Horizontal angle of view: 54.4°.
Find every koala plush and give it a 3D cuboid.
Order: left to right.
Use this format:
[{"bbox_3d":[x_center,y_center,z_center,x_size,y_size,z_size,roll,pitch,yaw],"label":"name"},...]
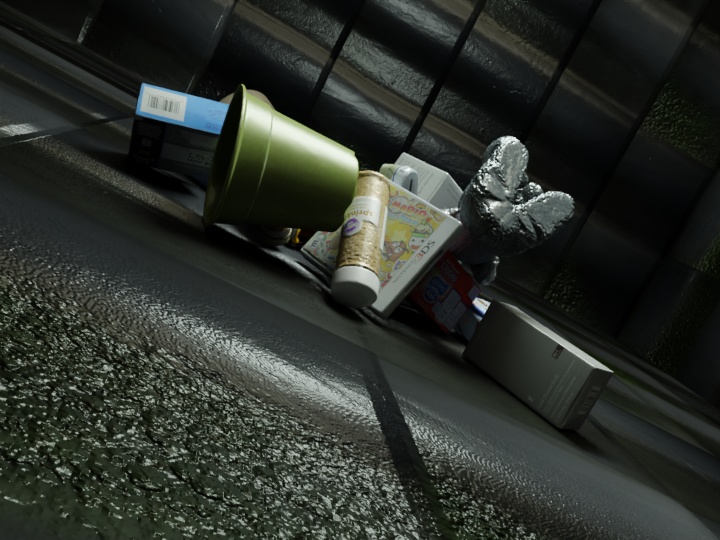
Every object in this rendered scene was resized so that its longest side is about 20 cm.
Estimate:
[{"bbox_3d":[0.200,-0.074,1.128,0.178,0.184,0.200,48,-34,0],"label":"koala plush"}]

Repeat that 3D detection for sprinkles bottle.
[{"bbox_3d":[0.002,-0.048,1.017,0.067,0.068,0.203,25,54,-24],"label":"sprinkles bottle"}]

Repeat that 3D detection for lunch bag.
[{"bbox_3d":[0.260,0.119,1.274,0.159,0.076,0.199,36,12,25],"label":"lunch bag"}]

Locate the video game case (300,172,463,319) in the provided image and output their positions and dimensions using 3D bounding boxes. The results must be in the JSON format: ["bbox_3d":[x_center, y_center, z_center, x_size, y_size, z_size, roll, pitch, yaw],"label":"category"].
[{"bbox_3d":[0.029,-0.045,1.072,0.199,0.182,0.023,35,-13,38],"label":"video game case"}]

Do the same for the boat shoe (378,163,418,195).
[{"bbox_3d":[0.052,-0.083,1.196,0.062,0.203,0.071,25,22,38],"label":"boat shoe"}]

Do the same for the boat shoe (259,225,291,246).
[{"bbox_3d":[-0.139,-0.138,1.143,0.073,0.069,0.202,-2,52,-17],"label":"boat shoe"}]

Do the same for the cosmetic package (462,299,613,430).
[{"bbox_3d":[0.263,0.139,1.058,0.199,0.108,0.090,34,10,38],"label":"cosmetic package"}]

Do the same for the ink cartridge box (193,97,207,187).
[{"bbox_3d":[-0.275,-0.233,1.327,0.199,0.138,0.076,35,8,35],"label":"ink cartridge box"}]

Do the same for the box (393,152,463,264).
[{"bbox_3d":[0.111,-0.077,1.351,0.130,0.201,0.199,33,-5,42],"label":"box"}]

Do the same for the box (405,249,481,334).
[{"bbox_3d":[0.106,0.007,1.162,0.095,0.100,0.200,36,-4,42],"label":"box"}]

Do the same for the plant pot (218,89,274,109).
[{"bbox_3d":[-0.255,-0.296,1.671,0.174,0.200,0.199,50,17,25],"label":"plant pot"}]

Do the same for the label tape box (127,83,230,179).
[{"bbox_3d":[-0.298,-0.202,1.134,0.142,0.064,0.200,10,-27,-19],"label":"label tape box"}]

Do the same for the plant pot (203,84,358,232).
[{"bbox_3d":[-0.109,-0.137,1.004,0.187,0.203,0.200,14,14,-21],"label":"plant pot"}]

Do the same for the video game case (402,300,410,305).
[{"bbox_3d":[0.000,0.000,1.279,0.199,0.023,0.181,35,10,38],"label":"video game case"}]

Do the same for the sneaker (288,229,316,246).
[{"bbox_3d":[-0.125,-0.092,1.199,0.197,0.079,0.083,16,30,-11],"label":"sneaker"}]
